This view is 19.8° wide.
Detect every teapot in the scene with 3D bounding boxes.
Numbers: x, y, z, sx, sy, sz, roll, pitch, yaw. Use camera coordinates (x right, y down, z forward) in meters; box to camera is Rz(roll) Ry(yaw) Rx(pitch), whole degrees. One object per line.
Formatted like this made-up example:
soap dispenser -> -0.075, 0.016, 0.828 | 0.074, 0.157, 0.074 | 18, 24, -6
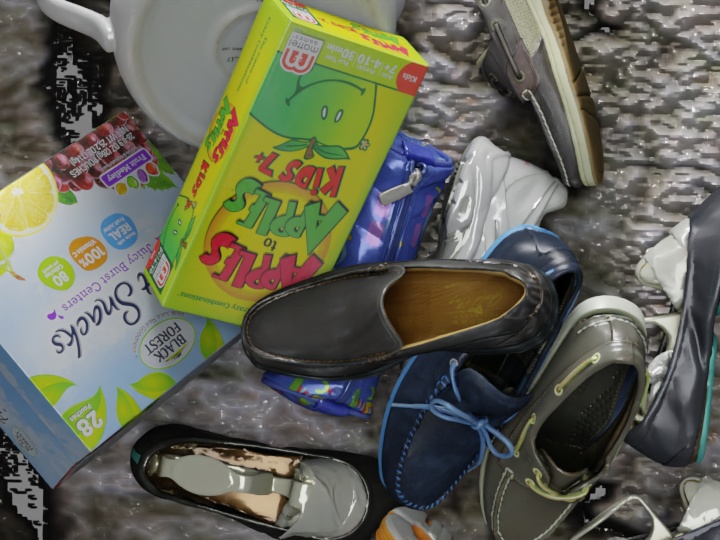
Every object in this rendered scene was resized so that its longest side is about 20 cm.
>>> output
teapot -> -0.077, -0.181, 1.342 | 0.197, 0.146, 0.200 | -40, 124, 20

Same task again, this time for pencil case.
pencil case -> 0.000, 0.000, 1.361 | 0.078, 0.087, 0.201 | 17, 95, -18

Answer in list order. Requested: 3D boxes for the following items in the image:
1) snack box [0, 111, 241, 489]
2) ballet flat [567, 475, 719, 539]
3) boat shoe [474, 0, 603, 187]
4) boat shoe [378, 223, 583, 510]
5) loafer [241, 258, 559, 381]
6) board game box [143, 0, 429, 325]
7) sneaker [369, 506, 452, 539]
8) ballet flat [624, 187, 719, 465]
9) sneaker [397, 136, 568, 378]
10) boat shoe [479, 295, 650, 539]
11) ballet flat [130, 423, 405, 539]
snack box -> -0.174, 0.015, 1.324 | 0.169, 0.068, 0.200 | 50, 48, 2
ballet flat -> 0.207, 0.176, 1.369 | 0.199, 0.073, 0.073 | -20, 89, 4
boat shoe -> 0.109, -0.146, 1.375 | 0.065, 0.073, 0.201 | -19, 86, 13
boat shoe -> 0.073, 0.066, 1.309 | 0.084, 0.069, 0.201 | 16, 104, -32
loafer -> 0.019, 0.023, 1.257 | 0.199, 0.072, 0.073 | -11, 76, 10
board game box -> -0.048, -0.062, 1.286 | 0.101, 0.048, 0.201 | 14, 112, -30
sneaker -> 0.070, 0.249, 1.376 | 0.200, 0.078, 0.077 | 46, 113, 0
ballet flat -> 0.211, 0.028, 1.360 | 0.073, 0.073, 0.201 | 12, 93, 2
sneaker -> 0.086, 0.018, 1.369 | 0.099, 0.078, 0.201 | 18, 92, -3
boat shoe -> 0.130, 0.111, 1.334 | 0.072, 0.060, 0.202 | 16, 122, -12
ballet flat -> -0.059, 0.149, 1.376 | 0.199, 0.068, 0.068 | 9, 90, 2
